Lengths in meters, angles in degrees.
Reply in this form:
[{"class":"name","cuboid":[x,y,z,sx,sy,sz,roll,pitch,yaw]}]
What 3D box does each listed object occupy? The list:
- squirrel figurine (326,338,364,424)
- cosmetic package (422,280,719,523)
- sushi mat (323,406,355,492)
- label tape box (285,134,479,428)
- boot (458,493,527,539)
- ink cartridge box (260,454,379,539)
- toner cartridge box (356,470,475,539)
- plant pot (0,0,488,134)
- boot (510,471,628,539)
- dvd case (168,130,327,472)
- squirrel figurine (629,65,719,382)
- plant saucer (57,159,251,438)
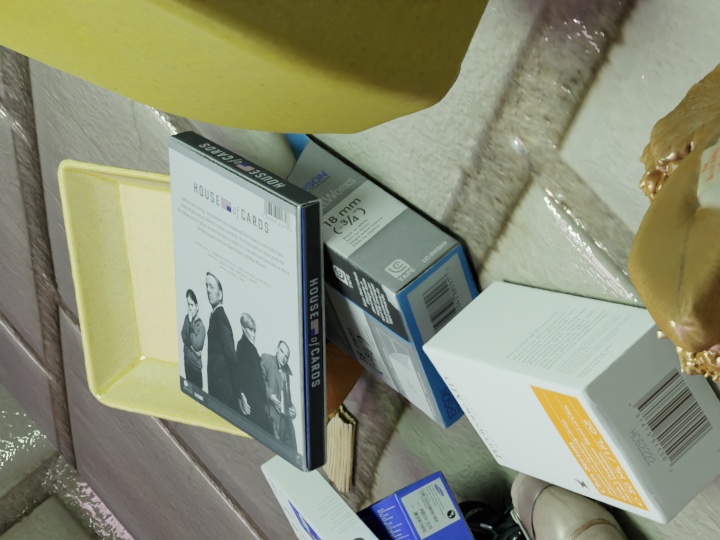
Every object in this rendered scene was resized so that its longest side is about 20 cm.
[{"class":"squirrel figurine","cuboid":[-0.066,0.055,1.671,0.186,0.142,0.200,28,169,29]},{"class":"cosmetic package","cuboid":[0.128,0.073,1.245,0.102,0.071,0.200,56,164,-18]},{"class":"sushi mat","cuboid":[-0.041,0.142,1.944,0.096,0.012,0.200,47,163,17]},{"class":"label tape box","cuboid":[0.000,0.000,1.439,0.200,0.063,0.145,36,158,40]},{"class":"boot","cuboid":[0.138,0.263,1.622,0.199,0.073,0.162,60,166,-9]},{"class":"ink cartridge box","cuboid":[-0.005,0.229,1.660,0.200,0.039,0.100,46,164,46]},{"class":"toner cartridge box","cuboid":[0.048,0.216,1.641,0.096,0.043,0.200,65,168,6]},{"class":"plant pot","cuboid":[-0.040,-0.163,0.960,0.199,0.197,0.194,29,166,-17]},{"class":"boot","cuboid":[0.168,0.222,1.489,0.146,0.070,0.201,48,164,31]},{"class":"dvd case","cuboid":[-0.078,0.020,1.436,0.150,0.025,0.202,29,128,44]},{"class":"squirrel figurine","cuboid":[0.200,0.012,0.846,0.187,0.141,0.200,46,-179,-23]},{"class":"plant saucer","cuboid":[-0.120,0.015,1.538,0.198,0.048,0.202,9,117,30]}]
